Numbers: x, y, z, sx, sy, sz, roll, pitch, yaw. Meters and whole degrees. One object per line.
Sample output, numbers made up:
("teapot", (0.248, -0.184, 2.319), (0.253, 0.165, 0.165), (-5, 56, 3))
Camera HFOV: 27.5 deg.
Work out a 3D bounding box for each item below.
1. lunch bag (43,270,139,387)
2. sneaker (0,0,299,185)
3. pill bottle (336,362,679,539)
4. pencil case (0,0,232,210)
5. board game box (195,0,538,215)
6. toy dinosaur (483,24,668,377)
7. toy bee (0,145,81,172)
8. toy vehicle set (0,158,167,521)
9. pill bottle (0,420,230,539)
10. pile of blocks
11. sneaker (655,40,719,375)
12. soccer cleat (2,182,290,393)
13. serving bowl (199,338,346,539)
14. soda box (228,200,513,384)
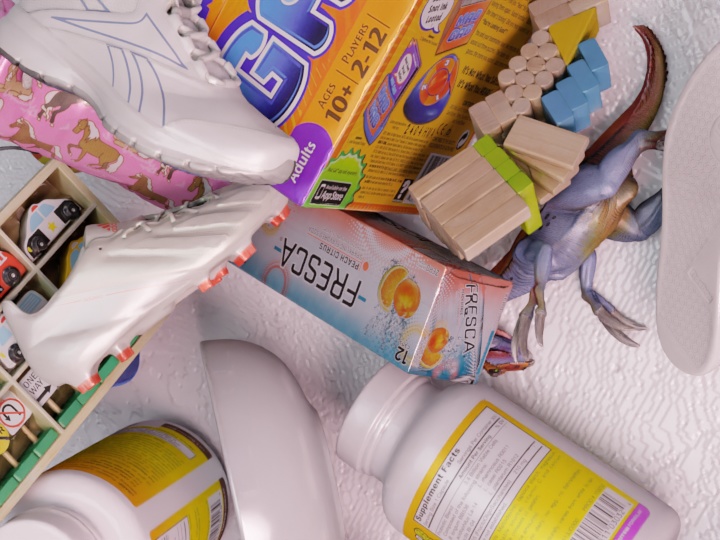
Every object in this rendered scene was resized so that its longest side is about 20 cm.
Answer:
("lunch bag", (-0.241, 0.036, 0.988), (0.131, 0.199, 0.138), (-19, 85, 39))
("sneaker", (-0.110, -0.112, 0.779), (0.199, 0.074, 0.088), (34, 99, 19))
("pill bottle", (0.085, 0.137, 0.891), (0.199, 0.104, 0.105), (33, 103, 19))
("pencil case", (-0.158, -0.095, 0.922), (0.083, 0.199, 0.087), (-56, 31, 15))
("board game box", (-0.021, -0.172, 0.885), (0.199, 0.200, 0.201), (35, 103, 19))
("toy dinosaur", (0.133, -0.017, 0.914), (0.180, 0.105, 0.202), (-24, 48, 30))
("toy bee", (-0.200, -0.110, 1.009), (0.108, 0.131, 0.202), (26, 83, -7))
("toy vehicle set", (-0.208, 0.040, 0.906), (0.124, 0.201, 0.026), (47, 142, -15))
("pill bottle", (-0.164, 0.170, 0.944), (0.108, 0.200, 0.111), (2, 97, 15))
("pile of blocks", (0.108, -0.080, 0.882), (0.081, 0.062, 0.201), (24, 70, 26))
("sneaker", (0.226, -0.044, 0.827), (0.071, 0.098, 0.202), (35, 130, 48))
("soccer cleat", (-0.124, -0.010, 0.888), (0.199, 0.069, 0.078), (-40, 93, -9))
("serving bowl", (-0.050, 0.136, 0.922), (0.065, 0.200, 0.203), (-13, 85, -6))
("soda box", (0.000, 0.000, 0.912), (0.199, 0.063, 0.069), (30, 103, 46))
